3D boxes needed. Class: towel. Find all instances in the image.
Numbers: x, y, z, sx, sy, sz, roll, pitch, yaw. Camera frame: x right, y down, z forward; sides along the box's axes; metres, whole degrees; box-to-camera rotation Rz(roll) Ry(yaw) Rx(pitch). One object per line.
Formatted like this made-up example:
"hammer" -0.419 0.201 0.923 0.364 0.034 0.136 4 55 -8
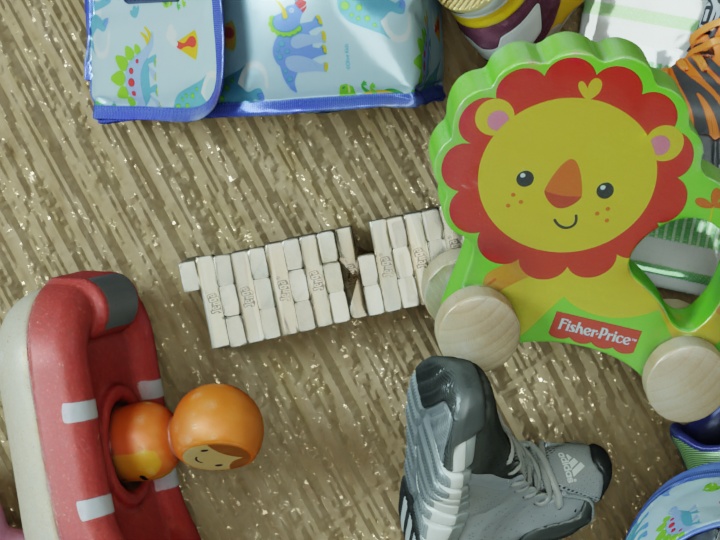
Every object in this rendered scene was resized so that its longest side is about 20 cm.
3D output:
"towel" 0.194 -0.087 1.574 0.152 0.023 0.201 10 92 0

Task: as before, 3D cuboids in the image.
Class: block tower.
"block tower" 0.000 0.000 1.559 0.199 0.054 0.058 -11 91 0

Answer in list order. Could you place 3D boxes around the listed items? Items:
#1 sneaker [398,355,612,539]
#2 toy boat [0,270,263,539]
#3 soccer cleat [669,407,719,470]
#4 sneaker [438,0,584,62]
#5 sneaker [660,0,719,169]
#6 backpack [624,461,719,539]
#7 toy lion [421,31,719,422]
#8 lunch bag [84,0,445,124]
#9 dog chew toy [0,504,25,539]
"sneaker" 0.085 0.100 1.510 0.115 0.200 0.075 -8 61 -9
"toy boat" -0.115 0.096 1.513 0.130 0.130 0.201 -9 93 19
"soccer cleat" 0.261 0.053 1.547 0.084 0.065 0.200 44 101 -11
"sneaker" 0.110 -0.206 1.552 0.075 0.090 0.201 15 67 39
"sneaker" 0.172 -0.107 1.534 0.199 0.078 0.113 8 86 -10
"backpack" 0.210 0.209 1.511 0.182 0.147 0.201 19 111 -3
"toy lion" 0.128 -0.030 1.479 0.199 0.069 0.193 14 115 -14
"lunch bag" -0.059 -0.170 1.524 0.199 0.127 0.171 -1 94 12
"dog chew toy" -0.217 0.187 1.533 0.200 0.125 0.125 38 91 -10
